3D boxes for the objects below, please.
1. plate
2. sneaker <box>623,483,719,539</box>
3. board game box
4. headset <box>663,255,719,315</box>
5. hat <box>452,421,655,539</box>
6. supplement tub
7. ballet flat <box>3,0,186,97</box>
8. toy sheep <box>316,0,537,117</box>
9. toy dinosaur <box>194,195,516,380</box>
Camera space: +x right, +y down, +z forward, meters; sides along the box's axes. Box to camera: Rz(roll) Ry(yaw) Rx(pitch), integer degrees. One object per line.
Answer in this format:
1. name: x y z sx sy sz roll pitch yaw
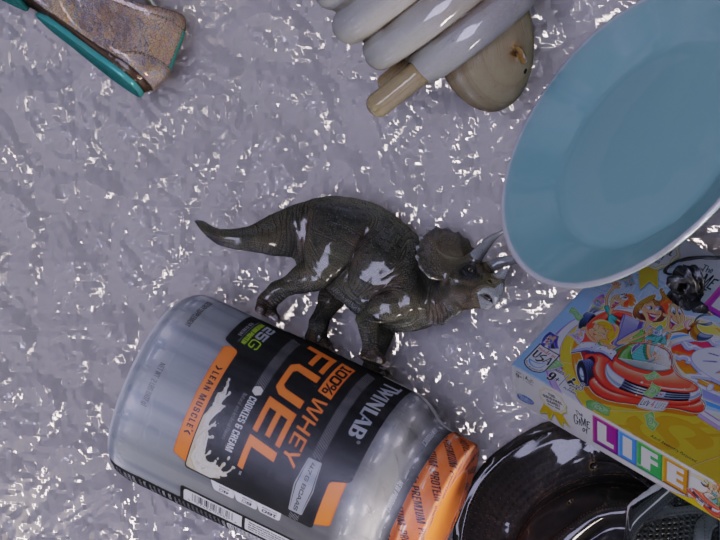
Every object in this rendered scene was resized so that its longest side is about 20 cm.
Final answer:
1. plate: 0.161 -0.073 1.420 0.026 0.200 0.200 35 109 -32
2. sneaker: 0.243 0.145 1.402 0.199 0.086 0.081 -7 87 -9
3. board game box: 0.203 0.066 1.405 0.200 0.134 0.034 29 148 27
4. headset: 0.243 -0.055 1.408 0.123 0.094 0.200 44 89 15
5. hat: 0.141 0.178 1.474 0.200 0.081 0.201 2 96 18
6. supplement tub: -0.038 0.105 1.503 0.199 0.123 0.123 24 101 13
7. ballet flat: -0.191 -0.184 1.567 0.200 0.068 0.067 34 84 7
8. toy sheep: 0.029 -0.176 1.456 0.138 0.138 0.200 -36 101 17
9. toy dinosaur: 0.000 0.000 1.519 0.199 0.077 0.103 24 82 21
